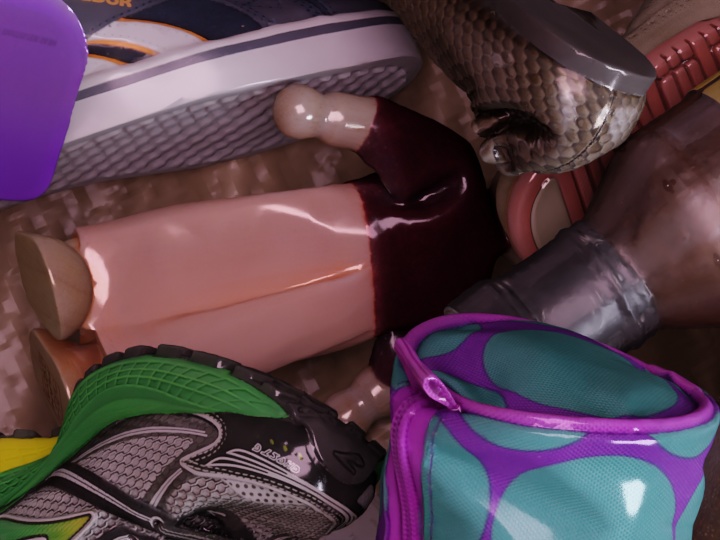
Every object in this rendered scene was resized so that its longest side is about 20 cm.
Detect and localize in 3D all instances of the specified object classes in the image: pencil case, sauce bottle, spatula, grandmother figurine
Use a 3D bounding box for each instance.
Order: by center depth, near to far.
[{"bbox_3d":[0.029,0.113,0.778,0.092,0.085,0.201,3,110,-28],"label":"pencil case"},{"bbox_3d":[0.114,-0.028,0.831,0.199,0.065,0.065,-33,88,-8],"label":"sauce bottle"},{"bbox_3d":[-0.128,0.003,0.866,0.056,0.021,0.201,11,125,-18],"label":"spatula"},{"bbox_3d":[0.000,0.000,0.901,0.199,0.122,0.061,-16,43,-17],"label":"grandmother figurine"}]

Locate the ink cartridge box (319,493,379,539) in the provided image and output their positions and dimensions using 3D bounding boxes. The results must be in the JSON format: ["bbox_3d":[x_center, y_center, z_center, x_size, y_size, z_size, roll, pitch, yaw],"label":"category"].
[{"bbox_3d":[-0.061,0.144,0.866,0.200,0.109,0.050,-35,123,-8],"label":"ink cartridge box"}]

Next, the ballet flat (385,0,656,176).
[{"bbox_3d":[0.024,-0.079,0.873,0.067,0.200,0.047,15,110,-32],"label":"ballet flat"}]

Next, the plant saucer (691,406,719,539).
[{"bbox_3d":[0.121,0.072,0.858,0.037,0.200,0.201,27,82,18],"label":"plant saucer"}]

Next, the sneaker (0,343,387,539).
[{"bbox_3d":[-0.069,0.084,0.834,0.078,0.200,0.086,33,49,-30],"label":"sneaker"}]

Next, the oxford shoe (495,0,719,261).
[{"bbox_3d":[0.108,-0.061,0.904,0.200,0.074,0.071,-33,124,-27],"label":"oxford shoe"}]

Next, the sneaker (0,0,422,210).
[{"bbox_3d":[-0.083,-0.068,0.903,0.199,0.078,0.080,-14,76,-13],"label":"sneaker"}]
